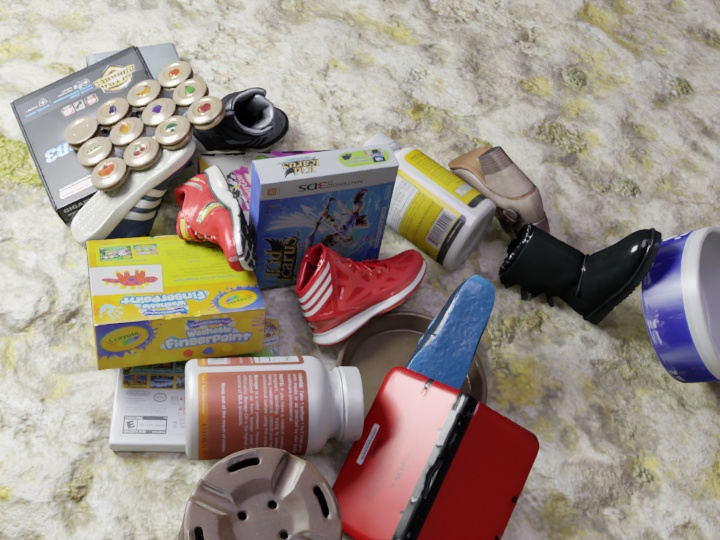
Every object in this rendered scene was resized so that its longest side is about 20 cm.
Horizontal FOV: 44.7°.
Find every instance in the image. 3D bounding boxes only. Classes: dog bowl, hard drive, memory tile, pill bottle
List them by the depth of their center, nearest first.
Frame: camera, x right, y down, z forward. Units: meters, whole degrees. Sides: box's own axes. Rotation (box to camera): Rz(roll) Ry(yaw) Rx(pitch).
[{"bbox_3d":[-0.100,0.156,1.000,0.197,0.113,0.113,0,55,-11],"label":"pill bottle"},{"bbox_3d":[-0.288,-0.196,1.160,0.199,0.017,0.154,-34,53,-8],"label":"memory tile"},{"bbox_3d":[0.456,0.048,1.172,0.199,0.078,0.203,16,68,-45],"label":"dog bowl"},{"bbox_3d":[0.083,-0.102,1.244,0.199,0.115,0.114,37,57,15],"label":"pill bottle"},{"bbox_3d":[-0.321,-0.255,1.318,0.138,0.033,0.202,-14,60,-21],"label":"hard drive"}]

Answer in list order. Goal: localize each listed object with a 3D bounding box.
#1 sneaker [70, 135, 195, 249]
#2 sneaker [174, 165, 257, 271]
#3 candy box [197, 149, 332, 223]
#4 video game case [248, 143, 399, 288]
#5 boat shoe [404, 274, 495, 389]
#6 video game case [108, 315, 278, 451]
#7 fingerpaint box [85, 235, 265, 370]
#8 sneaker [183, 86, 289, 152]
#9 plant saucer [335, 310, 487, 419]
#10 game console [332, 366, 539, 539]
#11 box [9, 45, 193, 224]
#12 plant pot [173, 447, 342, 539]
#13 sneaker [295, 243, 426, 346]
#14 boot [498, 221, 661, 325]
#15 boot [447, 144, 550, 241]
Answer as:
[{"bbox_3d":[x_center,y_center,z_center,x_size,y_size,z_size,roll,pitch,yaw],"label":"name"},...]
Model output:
[{"bbox_3d":[-0.287,-0.095,1.158,0.200,0.085,0.075,-44,54,-7],"label":"sneaker"},{"bbox_3d":[-0.187,-0.053,1.101,0.084,0.078,0.200,-24,40,-9],"label":"sneaker"},{"bbox_3d":[-0.125,-0.098,1.231,0.197,0.061,0.138,-5,57,-14],"label":"candy box"},{"bbox_3d":[-0.054,-0.066,1.136,0.179,0.201,0.046,-9,52,-17],"label":"video game case"},{"bbox_3d":[0.110,0.103,1.096,0.084,0.069,0.201,38,78,-1],"label":"boat shoe"},{"bbox_3d":[-0.199,0.135,1.079,0.197,0.023,0.184,2,55,-9],"label":"video game case"},{"bbox_3d":[-0.231,0.032,1.081,0.197,0.074,0.168,-5,38,-18],"label":"fingerpaint box"},{"bbox_3d":[-0.148,-0.211,1.242,0.199,0.113,0.077,-15,94,-50],"label":"sneaker"},{"bbox_3d":[0.064,0.144,1.122,0.197,0.030,0.202,5,55,-7],"label":"plant saucer"},{"bbox_3d":[0.082,0.242,1.020,0.171,0.119,0.202,18,76,38],"label":"game console"},{"bbox_3d":[-0.361,-0.192,1.222,0.198,0.050,0.200,-26,66,-8],"label":"box"},{"bbox_3d":[-0.103,0.288,0.883,0.197,0.199,0.202,6,54,-8],"label":"plant pot"},{"bbox_3d":[0.000,0.000,1.146,0.199,0.117,0.078,-39,25,-32],"label":"sneaker"},{"bbox_3d":[0.287,-0.016,1.181,0.161,0.199,0.074,28,52,1],"label":"boot"},{"bbox_3d":[0.203,-0.107,1.285,0.070,0.200,0.147,-32,101,-6],"label":"boot"}]
